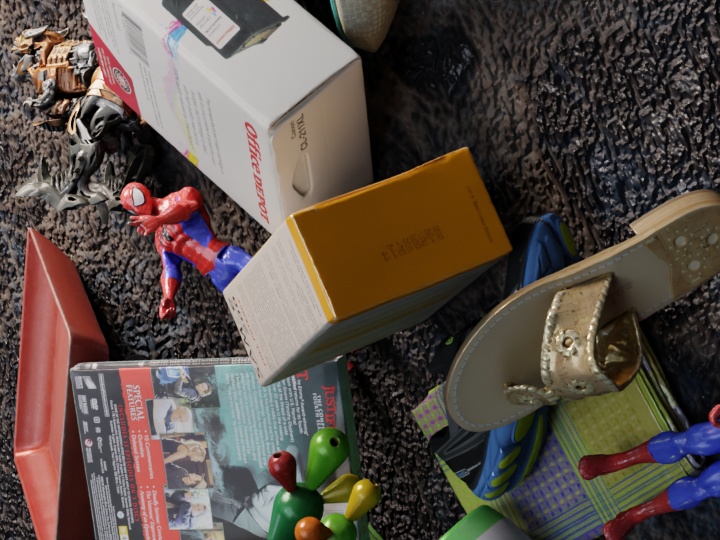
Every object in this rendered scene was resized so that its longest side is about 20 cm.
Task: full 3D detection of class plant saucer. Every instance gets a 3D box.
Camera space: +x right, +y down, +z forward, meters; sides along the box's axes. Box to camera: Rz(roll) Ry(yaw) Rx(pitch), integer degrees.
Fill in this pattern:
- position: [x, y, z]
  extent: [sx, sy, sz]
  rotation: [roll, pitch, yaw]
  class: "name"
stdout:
- position: [-0.222, 0.096, 1.882]
  extent: [0.200, 0.037, 0.201]
  rotation: [-123, 36, -61]
  class: "plant saucer"

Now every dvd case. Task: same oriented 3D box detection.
- position: [-0.096, 0.131, 1.733]
  extent: [0.199, 0.022, 0.147]
  rotation: [-3, 103, 21]
  class: "dvd case"

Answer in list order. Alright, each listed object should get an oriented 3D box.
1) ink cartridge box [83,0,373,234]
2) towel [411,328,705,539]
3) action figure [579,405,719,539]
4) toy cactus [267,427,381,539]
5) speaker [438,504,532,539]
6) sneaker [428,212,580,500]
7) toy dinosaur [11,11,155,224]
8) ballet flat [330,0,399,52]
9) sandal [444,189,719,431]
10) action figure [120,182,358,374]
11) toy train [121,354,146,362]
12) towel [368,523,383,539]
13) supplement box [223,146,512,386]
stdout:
- position: [-0.088, -0.131, 1.671]
  extent: [0.200, 0.083, 0.146]
  rotation: [42, 159, 25]
  class: "ink cartridge box"
- position: [0.127, 0.105, 1.627]
  extent: [0.200, 0.023, 0.144]
  rotation: [-38, 77, 43]
  class: "towel"
- position: [0.213, 0.110, 1.476]
  extent: [0.199, 0.099, 0.066]
  rotation: [-25, 87, 30]
  class: "action figure"
- position: [-0.046, 0.208, 1.672]
  extent: [0.164, 0.102, 0.201]
  rotation: [-5, 95, 38]
  class: "toy cactus"
- position: [0.120, 0.247, 1.619]
  extent: [0.200, 0.088, 0.089]
  rotation: [48, 130, 11]
  class: "speaker"
- position: [0.084, 0.052, 1.585]
  extent: [0.083, 0.071, 0.200]
  rotation: [31, 126, 25]
  class: "sneaker"
- position: [-0.182, -0.109, 1.803]
  extent: [0.200, 0.102, 0.136]
  rotation: [32, 108, 54]
  class: "toy dinosaur"
- position: [0.008, -0.237, 1.603]
  extent: [0.062, 0.067, 0.201]
  rotation: [-1, 103, 30]
  class: "ballet flat"
- position: [0.141, 0.037, 1.488]
  extent: [0.211, 0.078, 0.070]
  rotation: [-37, 33, 8]
  class: "sandal"
- position: [-0.095, 0.012, 1.718]
  extent: [0.200, 0.099, 0.065]
  rotation: [38, 125, 10]
  class: "action figure"
- position: [-0.116, 0.152, 1.831]
  extent: [0.200, 0.085, 0.114]
  rotation: [46, 141, 20]
  class: "toy train"
- position: [-0.032, 0.275, 1.727]
  extent: [0.200, 0.031, 0.149]
  rotation: [-54, 49, 7]
  class: "towel"
- position: [0.000, 0.000, 1.588]
  extent: [0.074, 0.126, 0.200]
  rotation: [66, 160, 7]
  class: "supplement box"
